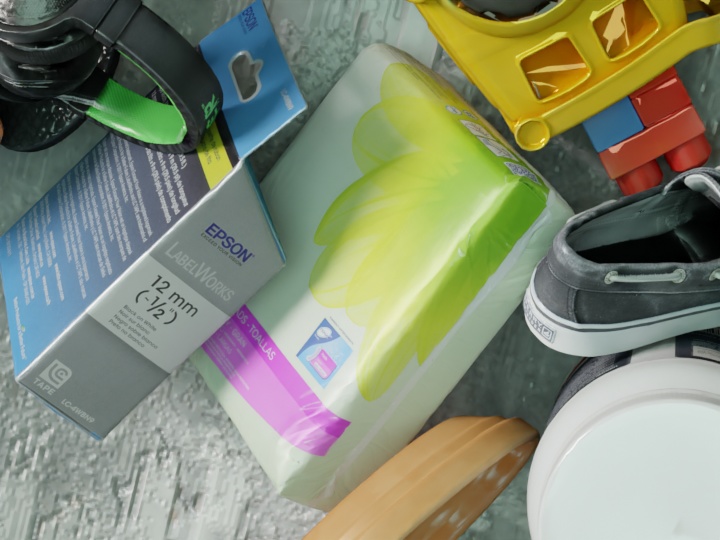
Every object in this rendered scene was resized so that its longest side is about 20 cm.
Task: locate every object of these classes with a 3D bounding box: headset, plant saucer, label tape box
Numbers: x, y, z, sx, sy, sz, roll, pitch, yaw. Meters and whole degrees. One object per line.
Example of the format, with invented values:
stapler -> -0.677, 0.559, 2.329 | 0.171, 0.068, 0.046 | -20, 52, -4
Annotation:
headset -> -0.162, -0.111, 0.926 | 0.200, 0.124, 0.094 | 34, 72, -4
plant saucer -> 0.007, 0.139, 0.986 | 0.200, 0.200, 0.037 | -46, 78, 12
label tape box -> -0.094, -0.030, 1.002 | 0.200, 0.143, 0.066 | -41, 121, 11

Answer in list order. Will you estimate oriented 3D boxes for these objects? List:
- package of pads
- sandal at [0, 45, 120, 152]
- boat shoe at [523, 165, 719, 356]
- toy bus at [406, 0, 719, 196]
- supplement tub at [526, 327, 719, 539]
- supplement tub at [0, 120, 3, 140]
package of pads -> 0.000, 0.000, 0.998 | 0.200, 0.068, 0.155 | -51, 45, 12
sandal -> -0.146, -0.156, 1.048 | 0.075, 0.048, 0.201 | 14, 87, 23
boat shoe -> 0.170, -0.018, 0.953 | 0.072, 0.200, 0.068 | 56, 147, 36
toy bus -> 0.133, -0.143, 0.969 | 0.200, 0.136, 0.192 | -32, 104, 9
supplement tub -> 0.154, 0.104, 0.953 | 0.140, 0.200, 0.141 | 1, 98, 10
supplement tub -> -0.270, -0.136, 1.012 | 0.122, 0.123, 0.200 | -33, 76, 12
